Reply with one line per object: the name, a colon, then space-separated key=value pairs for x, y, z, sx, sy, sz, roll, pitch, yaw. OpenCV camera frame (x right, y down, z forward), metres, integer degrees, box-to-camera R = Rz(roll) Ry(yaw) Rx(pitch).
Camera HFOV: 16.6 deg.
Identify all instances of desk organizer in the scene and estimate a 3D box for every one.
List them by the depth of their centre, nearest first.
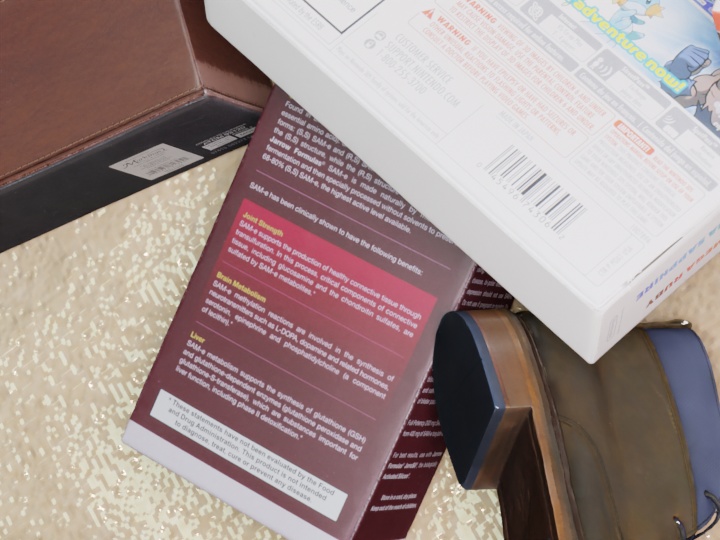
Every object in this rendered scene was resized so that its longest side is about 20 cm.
desk organizer: x=-0.137 y=-0.064 z=1.012 sx=0.200 sy=0.072 sz=0.077 roll=-22 pitch=75 yaw=23

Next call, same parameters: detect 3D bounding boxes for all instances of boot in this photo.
boot: x=0.097 y=0.096 z=0.852 sx=0.075 sy=0.097 sz=0.200 roll=115 pitch=145 yaw=-55

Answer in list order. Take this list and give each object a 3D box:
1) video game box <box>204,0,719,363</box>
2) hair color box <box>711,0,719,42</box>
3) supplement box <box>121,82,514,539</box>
video game box: x=0.075 y=-0.092 z=0.874 sx=0.182 sy=0.047 sz=0.200 roll=-39 pitch=67 yaw=-18
hair color box: x=0.204 y=-0.141 z=0.815 sx=0.111 sy=0.064 sz=0.200 roll=14 pitch=68 yaw=25
supplement box: x=0.000 y=0.000 z=0.945 sx=0.109 sy=0.061 sz=0.200 roll=28 pitch=99 yaw=23
